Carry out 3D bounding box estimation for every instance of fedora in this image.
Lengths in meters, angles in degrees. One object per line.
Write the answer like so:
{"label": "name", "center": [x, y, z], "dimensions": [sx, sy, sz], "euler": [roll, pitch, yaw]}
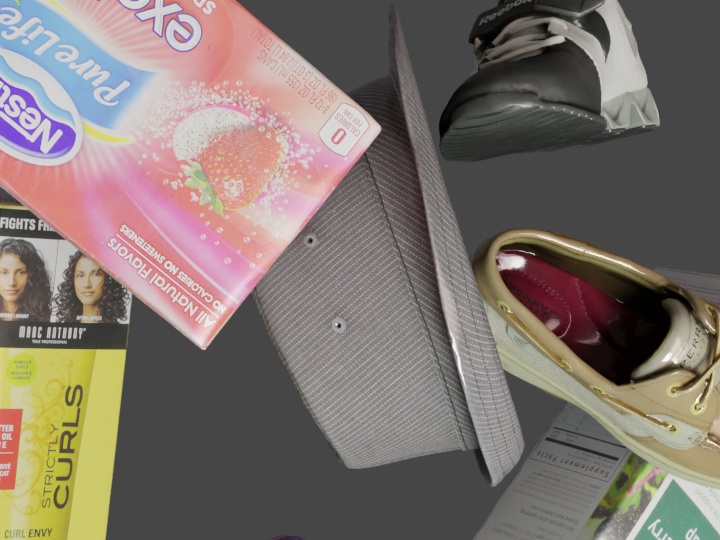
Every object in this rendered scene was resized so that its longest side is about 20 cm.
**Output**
{"label": "fedora", "center": [0.000, 0.000, 0.827], "dimensions": [0.090, 0.177, 0.202], "euler": [-17, 86, 1]}

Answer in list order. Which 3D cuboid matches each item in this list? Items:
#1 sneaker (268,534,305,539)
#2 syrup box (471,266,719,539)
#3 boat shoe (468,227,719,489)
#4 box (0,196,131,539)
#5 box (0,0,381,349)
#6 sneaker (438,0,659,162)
{"label": "sneaker", "center": [0.016, 0.200, 0.849], "dimensions": [0.088, 0.081, 0.201], "euler": [-23, 71, -14]}
{"label": "syrup box", "center": [0.138, 0.102, 0.975], "dimensions": [0.079, 0.081, 0.201], "euler": [47, 69, -32]}
{"label": "boat shoe", "center": [0.135, 0.041, 0.902], "dimensions": [0.199, 0.066, 0.074], "euler": [23, 70, 3]}
{"label": "box", "center": [-0.138, 0.072, 0.777], "dimensions": [0.075, 0.050, 0.202], "euler": [4, 96, -38]}
{"label": "box", "center": [-0.104, -0.075, 0.696], "dimensions": [0.200, 0.095, 0.103], "euler": [41, 87, -11]}
{"label": "sneaker", "center": [0.076, -0.096, 0.872], "dimensions": [0.200, 0.074, 0.089], "euler": [-17, 97, -70]}
